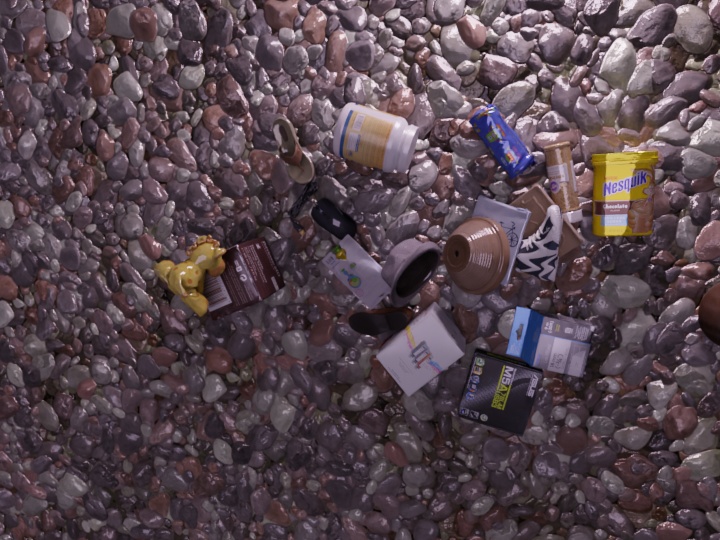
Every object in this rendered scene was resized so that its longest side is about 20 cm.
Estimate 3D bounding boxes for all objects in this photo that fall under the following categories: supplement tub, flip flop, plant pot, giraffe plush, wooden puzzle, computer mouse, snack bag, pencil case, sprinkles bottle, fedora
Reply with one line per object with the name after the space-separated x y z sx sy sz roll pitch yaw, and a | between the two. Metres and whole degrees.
0.041 -0.342 1.445 0.198 0.145 0.146 19 103 8 | supplement tub
-0.193 -0.333 1.542 0.080 0.058 0.202 -21 95 15 | flip flop
0.938 0.126 1.307 0.185 0.200 0.189 2 100 12 | plant pot
-0.418 -0.008 1.407 0.172 0.200 0.162 38 72 16 | giraffe plush
0.445 -0.101 1.432 0.186 0.046 0.200 51 132 0 | wooden puzzle
-0.117 -0.139 1.566 0.200 0.046 0.140 45 104 1 | computer mouse
0.341 -0.083 1.428 0.021 0.188 0.202 4 107 -35 | snack bag
0.364 -0.331 1.411 0.201 0.078 0.087 52 135 -1 | pencil case
0.514 -0.221 1.405 0.067 0.068 0.202 -11 97 14 | sprinkles bottle
0.123 -0.009 1.491 0.090 0.177 0.200 40 89 31 | fedora
0.277 -0.040 1.419 0.200 0.092 0.203 -8 80 55 | plant pot

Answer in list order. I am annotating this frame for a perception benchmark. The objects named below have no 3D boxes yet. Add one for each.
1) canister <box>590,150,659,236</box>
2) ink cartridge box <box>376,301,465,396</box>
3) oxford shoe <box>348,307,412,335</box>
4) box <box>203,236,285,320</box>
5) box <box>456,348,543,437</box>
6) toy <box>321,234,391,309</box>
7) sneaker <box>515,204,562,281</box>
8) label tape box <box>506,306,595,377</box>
0.653 -0.190 1.372 0.147 0.087 0.202 -1 101 13 | canister
0.170 0.211 1.516 0.200 0.145 0.145 -39 90 15 | ink cartridge box
0.059 0.140 1.573 0.198 0.071 0.072 -6 105 29 | oxford shoe
-0.343 0.019 1.564 0.163 0.200 0.167 -23 95 15 | box
0.387 0.340 1.543 0.191 0.047 0.202 17 104 11 | box
0.000 0.000 1.562 0.200 0.047 0.115 43 112 -9 | toy
0.429 -0.071 1.375 0.128 0.080 0.201 8 129 21 | sneaker
0.506 0.191 1.482 0.198 0.063 0.146 11 101 10 | label tape box
